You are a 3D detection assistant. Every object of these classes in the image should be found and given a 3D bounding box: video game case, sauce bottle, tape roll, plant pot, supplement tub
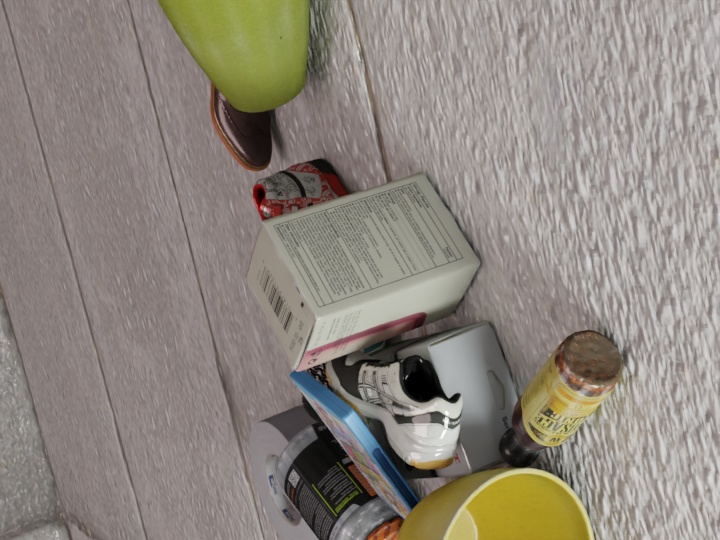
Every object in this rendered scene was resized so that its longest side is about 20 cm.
[{"bbox_3d":[0.007,0.200,1.471,0.201,0.018,0.143,56,168,-27],"label":"video game case"},{"bbox_3d":[0.185,0.130,1.303,0.066,0.066,0.200,59,153,23],"label":"sauce bottle"},{"bbox_3d":[-0.081,0.294,1.903,0.200,0.066,0.202,42,142,45],"label":"tape roll"},{"bbox_3d":[-0.130,-0.288,1.543,0.187,0.186,0.201,37,153,48],"label":"plant pot"},{"bbox_3d":[-0.010,0.290,1.703,0.200,0.122,0.123,47,144,41],"label":"supplement tub"},{"bbox_3d":[0.114,0.289,1.369,0.142,0.199,0.202,3,109,57],"label":"plant pot"}]

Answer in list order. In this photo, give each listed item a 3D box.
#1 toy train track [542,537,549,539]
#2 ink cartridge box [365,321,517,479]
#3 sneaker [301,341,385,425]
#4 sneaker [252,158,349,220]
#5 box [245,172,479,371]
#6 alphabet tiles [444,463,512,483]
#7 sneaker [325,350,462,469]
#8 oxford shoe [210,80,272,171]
[{"bbox_3d":[0.164,0.315,1.472,0.114,0.032,0.202,31,134,52],"label":"toy train track"},{"bbox_3d":[0.082,0.145,1.481,0.200,0.083,0.148,-22,87,62],"label":"ink cartridge box"},{"bbox_3d":[-0.001,0.085,1.608,0.070,0.093,0.201,32,115,31],"label":"sneaker"},{"bbox_3d":[-0.047,-0.050,1.576,0.202,0.107,0.068,48,145,38],"label":"sneaker"},{"bbox_3d":[0.000,0.000,1.416,0.128,0.199,0.109,59,151,24],"label":"box"},{"bbox_3d":[0.165,0.289,1.498,0.200,0.007,0.168,-30,79,63],"label":"alphabet tiles"},{"bbox_3d":[0.040,0.116,1.394,0.200,0.075,0.088,37,120,44],"label":"sneaker"},{"bbox_3d":[-0.148,-0.224,1.705,0.072,0.071,0.202,-15,93,58],"label":"oxford shoe"}]
